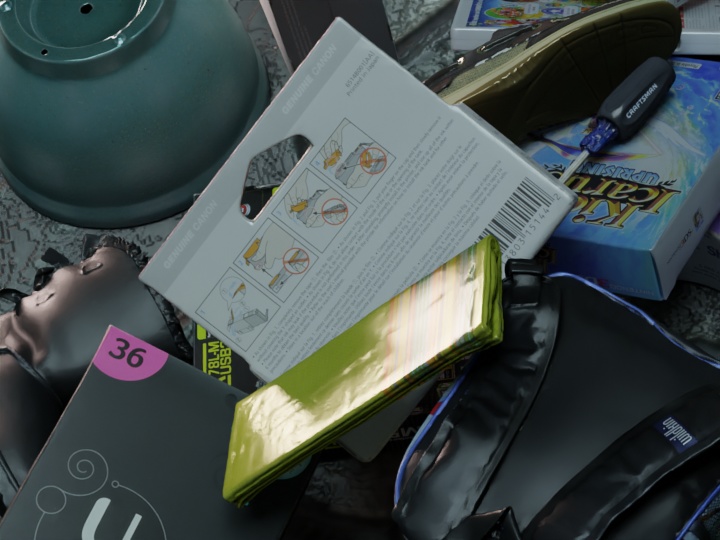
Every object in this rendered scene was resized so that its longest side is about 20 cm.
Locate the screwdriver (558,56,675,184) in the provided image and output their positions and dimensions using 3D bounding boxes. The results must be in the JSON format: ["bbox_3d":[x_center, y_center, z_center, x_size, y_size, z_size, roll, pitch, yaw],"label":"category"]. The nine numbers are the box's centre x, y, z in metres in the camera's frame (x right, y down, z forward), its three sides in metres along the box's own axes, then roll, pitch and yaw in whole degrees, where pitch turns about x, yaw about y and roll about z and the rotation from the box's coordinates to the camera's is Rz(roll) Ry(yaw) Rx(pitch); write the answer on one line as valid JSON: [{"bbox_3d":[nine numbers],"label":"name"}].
[{"bbox_3d":[0.127,-0.063,1.667,0.028,0.029,0.200,21,53,39],"label":"screwdriver"}]

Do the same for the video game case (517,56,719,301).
[{"bbox_3d":[0.137,-0.069,1.729,0.200,0.045,0.181,10,47,32],"label":"video game case"}]

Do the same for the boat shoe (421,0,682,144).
[{"bbox_3d":[0.103,-0.125,1.716,0.201,0.072,0.066,-29,44,-7],"label":"boat shoe"}]

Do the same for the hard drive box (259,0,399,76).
[{"bbox_3d":[-0.051,-0.245,1.903,0.077,0.156,0.200,-21,54,-2],"label":"hard drive box"}]

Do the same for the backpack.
[{"bbox_3d":[0.114,0.120,1.486,0.200,0.154,0.190,29,59,32],"label":"backpack"}]

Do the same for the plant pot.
[{"bbox_3d":[-0.173,-0.148,1.876,0.200,0.134,0.201,-6,55,9],"label":"plant pot"}]

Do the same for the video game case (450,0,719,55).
[{"bbox_3d":[0.164,-0.167,1.819,0.200,0.018,0.143,2,18,6],"label":"video game case"}]

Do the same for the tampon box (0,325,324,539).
[{"bbox_3d":[-0.133,0.166,1.621,0.150,0.126,0.200,26,62,-1],"label":"tampon box"}]

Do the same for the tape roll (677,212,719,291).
[{"bbox_3d":[0.184,0.043,1.703,0.200,0.066,0.200,-7,54,9],"label":"tape roll"}]

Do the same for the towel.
[{"bbox_3d":[0.002,0.057,1.531,0.200,0.018,0.086,-34,28,28],"label":"towel"}]

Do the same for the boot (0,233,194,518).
[{"bbox_3d":[-0.182,0.077,1.764,0.162,0.073,0.198,-25,55,-12],"label":"boot"}]

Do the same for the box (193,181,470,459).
[{"bbox_3d":[-0.012,0.026,1.771,0.193,0.048,0.200,-10,54,8],"label":"box"}]

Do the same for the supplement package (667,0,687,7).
[{"bbox_3d":[0.190,-0.300,1.849,0.191,0.147,0.200,27,40,28],"label":"supplement package"}]

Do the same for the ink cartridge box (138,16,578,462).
[{"bbox_3d":[-0.001,-0.019,1.613,0.176,0.045,0.200,39,99,3],"label":"ink cartridge box"}]
